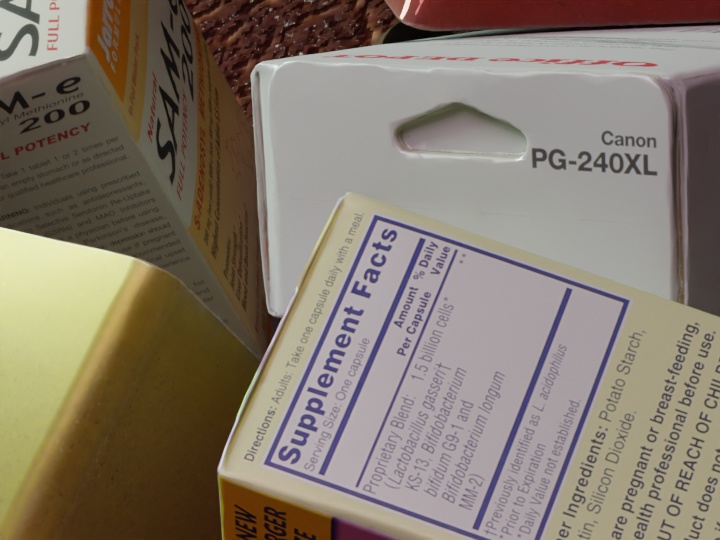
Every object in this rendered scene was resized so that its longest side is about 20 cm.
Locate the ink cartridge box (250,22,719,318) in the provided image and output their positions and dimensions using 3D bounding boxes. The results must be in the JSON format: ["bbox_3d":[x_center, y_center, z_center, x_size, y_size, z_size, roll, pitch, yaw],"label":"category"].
[{"bbox_3d":[0.077,-0.034,0.805,0.144,0.084,0.200,4,11,30],"label":"ink cartridge box"}]

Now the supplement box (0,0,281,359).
[{"bbox_3d":[-0.093,-0.045,0.958,0.073,0.200,0.127,-16,45,12],"label":"supplement box"}]

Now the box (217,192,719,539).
[{"bbox_3d":[0.068,0.092,0.721,0.199,0.176,0.097,20,60,10],"label":"box"}]

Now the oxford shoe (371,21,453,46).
[{"bbox_3d":[0.000,0.000,0.982,0.071,0.071,0.201,-32,36,50],"label":"oxford shoe"}]

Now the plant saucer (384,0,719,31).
[{"bbox_3d":[0.077,-0.151,0.911,0.199,0.037,0.200,-3,34,-21],"label":"plant saucer"}]

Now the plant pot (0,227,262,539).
[{"bbox_3d":[-0.132,0.104,0.859,0.199,0.200,0.177,12,68,34],"label":"plant pot"}]
